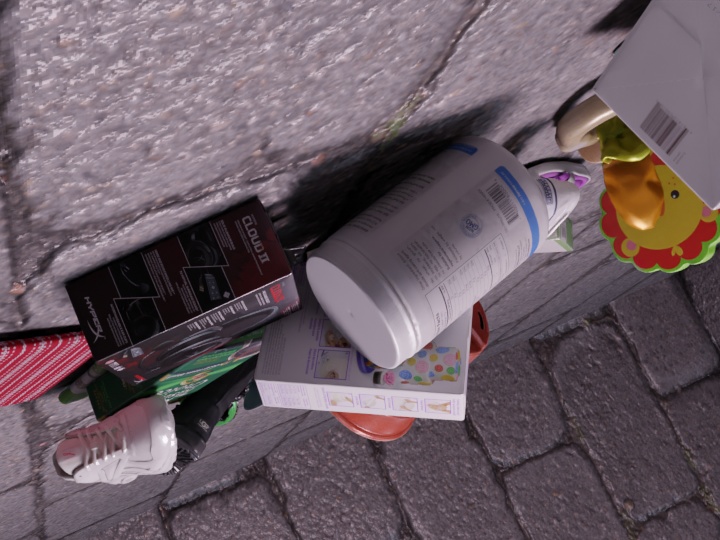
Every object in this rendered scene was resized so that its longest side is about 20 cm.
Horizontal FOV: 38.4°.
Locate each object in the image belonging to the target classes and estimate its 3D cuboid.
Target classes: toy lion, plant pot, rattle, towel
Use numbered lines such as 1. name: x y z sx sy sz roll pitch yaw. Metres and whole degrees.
1. toy lion: 0.344 -0.103 1.130 0.200 0.193 0.068 -34 166 32
2. plant pot: 0.060 0.099 1.425 0.200 0.201 0.195 -11 155 -51
3. rattle: 0.279 -0.134 1.017 0.129 0.144 0.200 -2 167 -18
4. towel: -0.337 0.096 0.966 0.144 0.023 0.200 -34 167 26
5. towel: -0.237 0.089 1.146 0.149 0.031 0.200 -11 163 -43

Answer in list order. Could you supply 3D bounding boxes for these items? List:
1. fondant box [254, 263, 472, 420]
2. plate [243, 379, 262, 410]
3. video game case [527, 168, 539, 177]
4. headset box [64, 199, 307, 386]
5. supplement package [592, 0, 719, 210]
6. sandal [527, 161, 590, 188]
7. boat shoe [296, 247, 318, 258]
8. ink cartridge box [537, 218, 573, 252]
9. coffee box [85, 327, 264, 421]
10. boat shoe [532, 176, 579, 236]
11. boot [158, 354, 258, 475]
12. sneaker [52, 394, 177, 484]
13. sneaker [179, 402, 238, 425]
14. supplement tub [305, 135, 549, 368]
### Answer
1. fondant box: 0.008 0.064 1.007 0.198 0.145 0.058 3 145 9
2. plate: -0.086 0.093 1.308 0.200 0.026 0.200 -44 -169 11
3. video game case: 0.087 -0.050 1.169 0.181 0.024 0.200 -13 164 -18
4. headset box: -0.141 0.020 0.923 0.199 0.078 0.149 -23 168 -6
5. supplement package: 0.335 -0.167 0.861 0.199 0.152 0.151 -15 148 -41
6. sandal: 0.225 -0.095 1.257 0.202 0.050 0.082 -14 162 -44
7. boat shoe: 0.000 0.000 1.095 0.199 0.060 0.072 -20 161 29
8. ink cartridge box: 0.178 -0.044 1.385 0.199 0.048 0.145 -4 175 18
9. coffee box: -0.188 0.099 1.097 0.200 0.044 0.123 -31 166 36
10. boat shoe: 0.164 -0.037 1.121 0.065 0.074 0.200 -5 162 -31
11. boot: -0.186 0.147 1.257 0.164 0.066 0.200 -20 -150 49
12. sneaker: -0.262 0.187 1.077 0.099 0.078 0.200 -3 157 -39
13. sneaker: -0.212 0.159 1.398 0.085 0.078 0.200 -14 155 -21
14. supplement tub: 0.063 -0.020 0.947 0.200 0.132 0.132 -37 172 -20
